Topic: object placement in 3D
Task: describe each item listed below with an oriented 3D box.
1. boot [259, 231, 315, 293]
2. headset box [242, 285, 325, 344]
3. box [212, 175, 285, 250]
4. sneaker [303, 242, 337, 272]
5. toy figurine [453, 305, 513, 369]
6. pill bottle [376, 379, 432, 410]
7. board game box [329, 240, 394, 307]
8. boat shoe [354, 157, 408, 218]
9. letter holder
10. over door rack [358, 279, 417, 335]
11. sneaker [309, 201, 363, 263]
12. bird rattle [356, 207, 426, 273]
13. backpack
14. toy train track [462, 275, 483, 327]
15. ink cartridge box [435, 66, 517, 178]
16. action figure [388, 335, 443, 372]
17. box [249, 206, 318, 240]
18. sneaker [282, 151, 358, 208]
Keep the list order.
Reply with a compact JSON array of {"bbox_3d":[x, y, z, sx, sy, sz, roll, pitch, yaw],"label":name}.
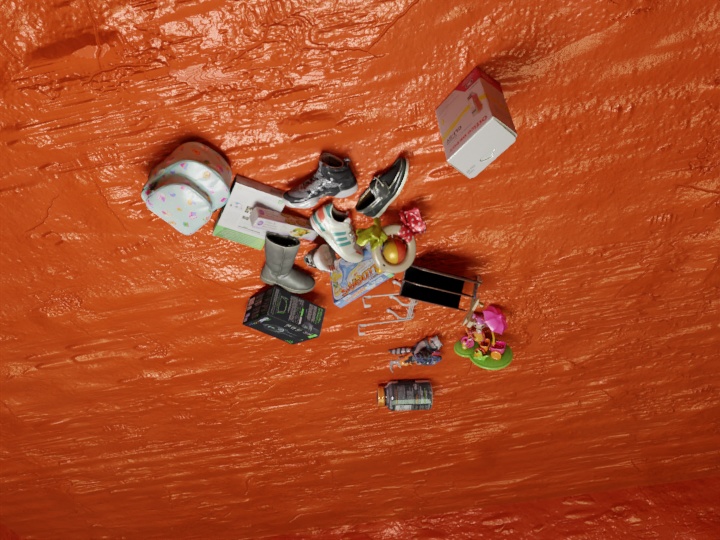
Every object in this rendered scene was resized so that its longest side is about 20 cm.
[{"bbox_3d":[-0.194,-0.026,1.783,0.179,0.073,0.201,9,138,-15],"label":"boot"},{"bbox_3d":[-0.224,0.142,1.910,0.198,0.094,0.173,27,152,-29],"label":"headset box"},{"bbox_3d":[-0.295,-0.149,1.681,0.142,0.037,0.201,17,131,-22],"label":"box"},{"bbox_3d":[-0.115,-0.026,1.716,0.081,0.200,0.078,-18,95,8],"label":"sneaker"},{"bbox_3d":[0.403,0.197,2.063,0.197,0.151,0.187,11,126,20],"label":"toy figurine"},{"bbox_3d":[0.157,0.452,2.300,0.196,0.107,0.107,-1,137,-4],"label":"pill bottle"},{"bbox_3d":[0.000,0.000,1.786,0.199,0.137,0.034,-32,139,26],"label":"board game box"},{"bbox_3d":[0.057,-0.211,1.616,0.067,0.073,0.200,16,135,-26],"label":"boat shoe"},{"bbox_3d":[0.232,0.054,1.836,0.197,0.142,0.102,13,91,-17],"label":"letter holder"},{"bbox_3d":[0.082,0.105,1.943,0.197,0.067,0.149,-15,140,-20],"label":"over door rack"},{"bbox_3d":[-0.043,-0.103,1.711,0.093,0.071,0.200,-35,117,24],"label":"sneaker"},{"bbox_3d":[0.089,-0.077,1.685,0.197,0.112,0.166,-12,100,-27],"label":"bird rattle"},{"bbox_3d":[-0.411,-0.200,1.537,0.199,0.154,0.175,-36,124,21],"label":"backpack"},{"bbox_3d":[0.342,0.092,1.865,0.032,0.201,0.116,21,133,-1],"label":"toy train track"},{"bbox_3d":[0.253,-0.329,1.412,0.083,0.202,0.145,26,129,-29],"label":"ink cartridge box"},{"bbox_3d":[0.183,0.272,2.118,0.192,0.106,0.200,-28,157,17],"label":"action figure"},{"bbox_3d":[-0.197,-0.121,1.674,0.198,0.042,0.039,12,134,-39],"label":"box"},{"bbox_3d":[-0.109,-0.230,1.585,0.197,0.076,0.115,-13,136,1],"label":"sneaker"}]
